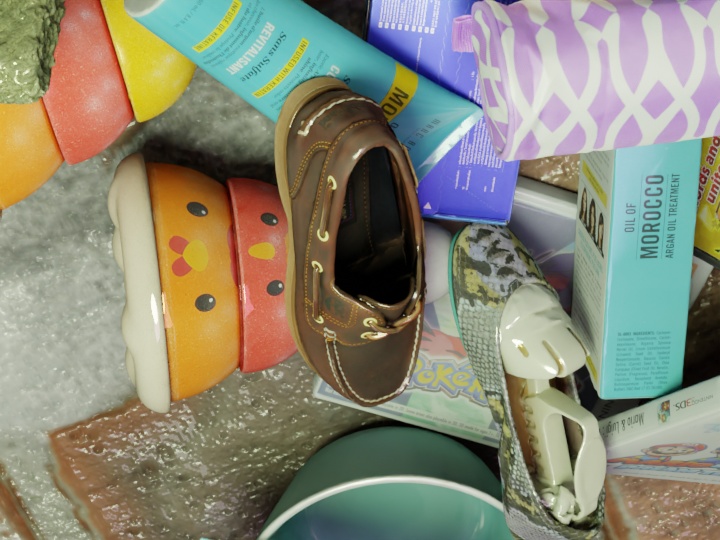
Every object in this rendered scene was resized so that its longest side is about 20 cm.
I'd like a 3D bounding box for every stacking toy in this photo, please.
[{"bbox_3d":[-0.039,-0.003,0.927,0.199,0.146,0.147,-7,122,-9],"label":"stacking toy"},{"bbox_3d":[-0.137,-0.120,0.855,0.199,0.146,0.146,-19,122,-8],"label":"stacking toy"}]

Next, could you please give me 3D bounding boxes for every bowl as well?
[{"bbox_3d":[0.021,0.179,1.048,0.200,0.105,0.201,-1,121,-1],"label":"bowl"}]

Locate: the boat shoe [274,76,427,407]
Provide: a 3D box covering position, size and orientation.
[{"bbox_3d":[0.000,0.000,0.840,0.070,0.070,0.200,-29,133,-19],"label":"boat shoe"}]

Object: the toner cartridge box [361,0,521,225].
[{"bbox_3d":[0.048,-0.128,0.881,0.095,0.043,0.201,7,114,-3],"label":"toner cartridge box"}]

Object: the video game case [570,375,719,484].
[{"bbox_3d":[0.242,0.100,0.963,0.199,0.024,0.182,8,160,-23],"label":"video game case"}]

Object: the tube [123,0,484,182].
[{"bbox_3d":[-0.028,-0.101,0.830,0.200,0.050,0.077,31,118,-36],"label":"tube"}]

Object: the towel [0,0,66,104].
[{"bbox_3d":[-0.204,-0.164,0.765,0.148,0.201,0.037,-2,156,4],"label":"towel"}]

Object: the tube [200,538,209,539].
[{"bbox_3d":[-0.003,0.210,0.974,0.199,0.050,0.078,13,114,-2],"label":"tube"}]

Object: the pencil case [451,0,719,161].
[{"bbox_3d":[0.151,-0.107,0.798,0.199,0.086,0.084,-8,142,-8],"label":"pencil case"}]

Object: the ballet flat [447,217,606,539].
[{"bbox_3d":[0.104,0.066,0.925,0.072,0.072,0.201,-12,104,7],"label":"ballet flat"}]

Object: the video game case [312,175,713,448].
[{"bbox_3d":[0.092,0.030,1.004,0.199,0.023,0.183,17,120,-11],"label":"video game case"}]

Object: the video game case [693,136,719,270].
[{"bbox_3d":[0.267,-0.066,0.872,0.181,0.025,0.201,33,123,31],"label":"video game case"}]

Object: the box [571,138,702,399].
[{"bbox_3d":[0.153,-0.036,0.912,0.049,0.082,0.201,-2,113,-5],"label":"box"}]
